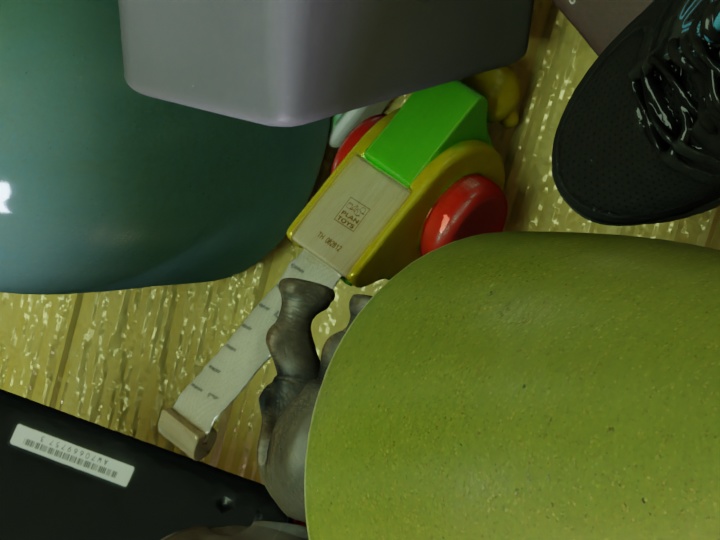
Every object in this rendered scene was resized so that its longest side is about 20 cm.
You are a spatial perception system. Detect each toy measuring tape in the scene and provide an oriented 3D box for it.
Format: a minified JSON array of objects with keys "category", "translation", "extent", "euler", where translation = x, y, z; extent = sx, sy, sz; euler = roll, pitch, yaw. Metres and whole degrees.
[{"category":"toy measuring tape","translation":[0.000,0.000,0.994],"extent":[0.073,0.074,0.200],"euler":[36,84,29]}]

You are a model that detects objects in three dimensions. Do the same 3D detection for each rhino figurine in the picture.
[{"category":"rhino figurine","translation":[0.052,0.073,0.938],"extent":[0.060,0.199,0.088],"euler":[175,113,-75]}]

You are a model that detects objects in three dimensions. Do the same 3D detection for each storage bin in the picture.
[{"category":"storage bin","translation":[-0.016,-0.137,0.924],"extent":[0.145,0.200,0.135],"euler":[16,111,34]}]

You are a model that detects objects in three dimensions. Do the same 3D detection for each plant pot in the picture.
[{"category":"plant pot","translation":[0.110,0.069,0.817],"extent":[0.200,0.186,0.188],"euler":[-12,86,59]},{"category":"plant pot","translation":[-0.137,-0.080,1.039],"extent":[0.200,0.161,0.202],"euler":[12,108,40]}]

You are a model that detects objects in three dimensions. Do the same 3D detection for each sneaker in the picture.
[{"category":"sneaker","translation":[0.124,-0.073,0.818],"extent":[0.200,0.082,0.074],"euler":[-36,77,41]}]

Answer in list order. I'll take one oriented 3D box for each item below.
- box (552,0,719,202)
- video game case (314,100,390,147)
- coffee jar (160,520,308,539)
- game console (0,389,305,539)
[{"category":"box","translation":[0.163,-0.072,0.889],"extent":[0.100,0.075,0.200],"euler":[-50,63,29]},{"category":"video game case","translation":[-0.007,-0.185,1.037],"extent":[0.182,0.022,0.200],"euler":[50,120,23]},{"category":"coffee jar","translation":[-0.044,0.200,0.908],"extent":[0.085,0.104,0.201],"euler":[5,102,16]},{"category":"game console","translation":[-0.141,0.143,1.000],"extent":[0.199,0.031,0.178],"euler":[19,74,12]}]
